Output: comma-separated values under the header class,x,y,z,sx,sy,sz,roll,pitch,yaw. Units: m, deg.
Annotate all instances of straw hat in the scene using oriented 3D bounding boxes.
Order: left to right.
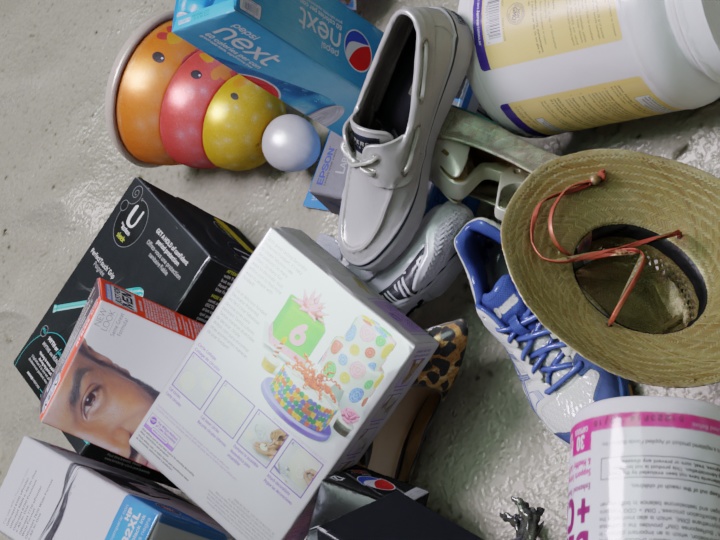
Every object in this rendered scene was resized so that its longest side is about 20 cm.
class,x,y,z,sx,sy,sz,roll,pitch,yaw
straw hat,0.186,0.016,1.204,0.085,0.199,0.202,103,159,-54

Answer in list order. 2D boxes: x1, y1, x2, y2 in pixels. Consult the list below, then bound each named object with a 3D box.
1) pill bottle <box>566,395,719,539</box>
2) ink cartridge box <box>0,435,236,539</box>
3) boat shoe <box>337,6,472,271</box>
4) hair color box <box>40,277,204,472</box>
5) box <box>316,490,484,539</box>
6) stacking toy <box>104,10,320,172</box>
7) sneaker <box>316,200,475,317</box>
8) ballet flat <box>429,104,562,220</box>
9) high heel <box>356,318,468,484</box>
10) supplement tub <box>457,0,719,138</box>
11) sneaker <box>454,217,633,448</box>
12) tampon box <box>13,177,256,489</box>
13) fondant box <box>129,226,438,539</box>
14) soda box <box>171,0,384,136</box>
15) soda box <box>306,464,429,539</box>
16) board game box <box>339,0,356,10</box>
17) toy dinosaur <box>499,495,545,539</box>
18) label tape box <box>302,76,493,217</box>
class,x,y,z,sx,sy,sz,roll,pitch,yaw
pill bottle,0.185,0.190,1.112,0.113,0.113,0.201,-13,63,39
ink cartridge box,-0.185,0.217,1.425,0.199,0.145,0.084,20,85,46
boat shoe,0.019,-0.094,1.263,0.072,0.065,0.201,38,114,36
hair color box,-0.139,0.101,1.386,0.111,0.199,0.064,-62,16,10
box,0.045,0.269,1.166,0.141,0.079,0.201,22,123,44
stacking toy,-0.112,-0.136,1.546,0.199,0.146,0.147,23,88,31
sneaker,0.000,0.000,1.354,0.115,0.075,0.200,45,123,16
ballet flat,0.097,-0.070,1.282,0.199,0.068,0.062,21,52,19
high heel,0.034,0.139,1.305,0.200,0.071,0.143,-49,41,34
supplement tub,0.185,-0.179,1.255,0.199,0.145,0.147,-8,66,40
sneaker,0.121,0.046,1.257,0.075,0.088,0.201,-43,49,18
tampon box,-0.169,0.054,1.497,0.201,0.126,0.150,-55,44,9
fondant box,-0.058,0.090,1.291,0.144,0.058,0.201,39,104,19
soda box,-0.049,-0.174,1.342,0.068,0.200,0.065,-12,62,38
soda box,-0.013,0.247,1.261,0.063,0.071,0.201,17,100,19
board game box,-0.009,-0.310,1.501,0.039,0.201,0.159,6,46,6
toy dinosaur,0.104,0.206,1.206,0.200,0.047,0.089,148,139,-66
label tape box,0.022,-0.114,1.438,0.199,0.063,0.145,12,80,45
